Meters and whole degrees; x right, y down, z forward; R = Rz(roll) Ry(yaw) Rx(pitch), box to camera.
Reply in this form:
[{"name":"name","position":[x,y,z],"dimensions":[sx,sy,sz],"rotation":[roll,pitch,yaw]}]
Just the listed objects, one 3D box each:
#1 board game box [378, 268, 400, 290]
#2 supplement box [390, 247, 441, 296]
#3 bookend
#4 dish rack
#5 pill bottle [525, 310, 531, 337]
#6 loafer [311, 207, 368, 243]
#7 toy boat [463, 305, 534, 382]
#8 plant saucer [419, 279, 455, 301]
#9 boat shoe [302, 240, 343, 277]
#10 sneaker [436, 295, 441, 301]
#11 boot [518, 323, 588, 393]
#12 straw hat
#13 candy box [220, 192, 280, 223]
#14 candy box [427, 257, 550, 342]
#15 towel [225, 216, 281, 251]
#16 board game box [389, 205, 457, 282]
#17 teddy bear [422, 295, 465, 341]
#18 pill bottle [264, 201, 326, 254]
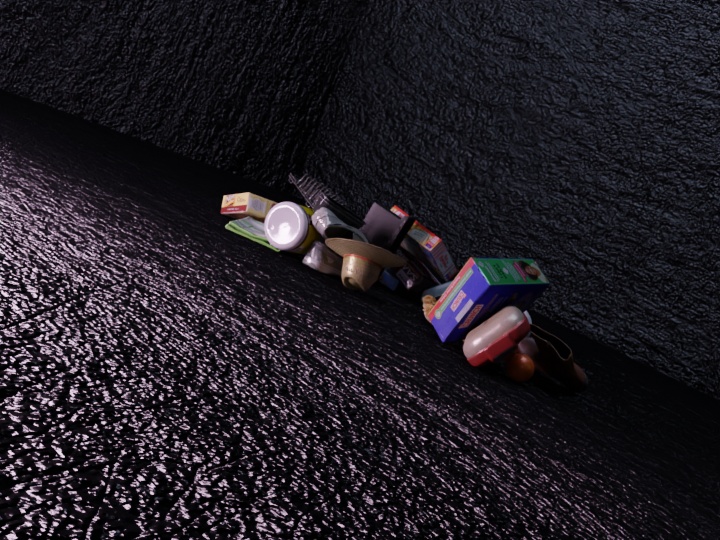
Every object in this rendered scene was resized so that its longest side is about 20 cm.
[{"name":"board game box","position":[0.031,-0.015,1.749],"dimensions":[0.199,0.037,0.151],"rotation":[35,8,10]},{"name":"supplement box","position":[0.150,0.011,1.735],"dimensions":[0.109,0.061,0.200],"rotation":[50,11,22]},{"name":"bookend","position":[0.004,-0.104,1.622],"dimensions":[0.199,0.200,0.092],"rotation":[34,11,13]},{"name":"dish rack","position":[-0.087,-0.172,1.514],"dimensions":[0.153,0.055,0.200],"rotation":[31,16,-46]},{"name":"pill bottle","position":[0.363,0.131,1.538],"dimensions":[0.110,0.113,0.200],"rotation":[24,7,9]},{"name":"loafer","position":[-0.038,-0.072,1.441],"dimensions":[0.199,0.070,0.070],"rotation":[32,21,-47]},{"name":"toy boat","position":[0.275,0.149,1.172],"dimensions":[0.131,0.130,0.200],"rotation":[55,12,6]},{"name":"plant saucer","position":[0.249,0.040,1.673],"dimensions":[0.198,0.028,0.200],"rotation":[-19,-4,-1]},{"name":"boat shoe","position":[-0.060,-0.026,1.493],"dimensions":[0.074,0.065,0.201],"rotation":[28,8,33]},{"name":"sneaker","position":[0.220,0.098,1.560],"dimensions":[0.115,0.079,0.199],"rotation":[13,-8,38]},{"name":"boot","position":[0.375,0.167,1.303],"dimensions":[0.188,0.068,0.200],"rotation":[46,2,42]},{"name":"straw hat","position":[0.000,0.000,1.375],"dimensions":[0.198,0.086,0.201],"rotation":[13,-10,2]},{"name":"candy box","position":[-0.267,-0.157,1.713],"dimensions":[0.114,0.056,0.199],"rotation":[1,-11,42]},{"name":"candy box","position":[0.258,0.058,1.264],"dimensions":[0.198,0.170,0.077],"rotation":[-2,48,-41]},{"name":"towel","position":[-0.242,-0.093,1.548],"dimensions":[0.148,0.031,0.200],"rotation":[23,7,-1]},{"name":"board game box","position":[0.163,-0.073,1.697],"dimensions":[0.200,0.046,0.152],"rotation":[42,-8,40]},{"name":"teddy bear","position":[0.225,0.108,1.393],"dimensions":[0.198,0.067,0.145],"rotation":[28,14,11]},{"name":"pill bottle","position":[-0.136,-0.094,1.479],"dimensions":[0.108,0.110,0.200],"rotation":[26,6,20]}]
